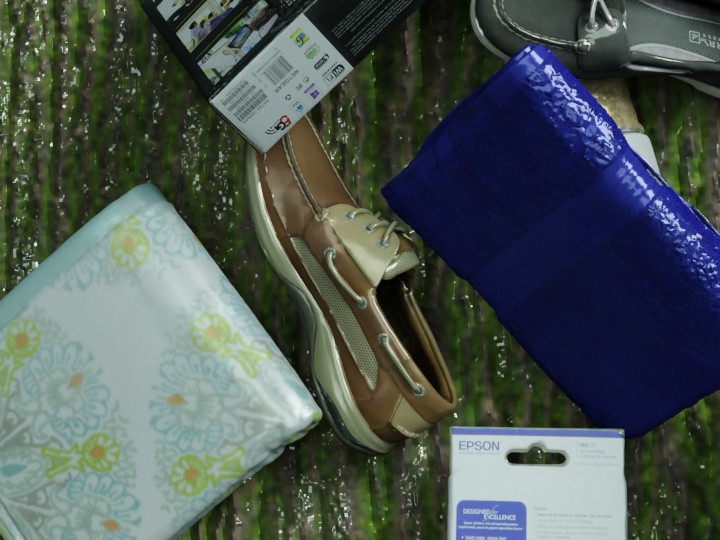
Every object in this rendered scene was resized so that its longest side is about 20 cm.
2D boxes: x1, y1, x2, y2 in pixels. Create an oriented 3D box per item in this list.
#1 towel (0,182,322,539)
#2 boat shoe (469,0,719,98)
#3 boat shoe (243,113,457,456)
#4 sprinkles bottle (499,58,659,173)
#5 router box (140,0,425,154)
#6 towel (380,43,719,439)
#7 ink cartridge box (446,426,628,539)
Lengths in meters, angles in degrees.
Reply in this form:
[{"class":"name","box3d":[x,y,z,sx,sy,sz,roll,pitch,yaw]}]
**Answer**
[{"class":"towel","box3d":[-0.143,0.076,0.871,0.200,0.048,0.171,-40,79,12]},{"class":"boat shoe","box3d":[0.157,-0.134,0.817,0.200,0.057,0.067,7,70,-24]},{"class":"boat shoe","box3d":[0.000,0.000,0.854,0.074,0.076,0.200,-22,87,26]},{"class":"sprinkles bottle","box3d":[0.108,-0.132,0.866,0.068,0.068,0.200,-17,79,6]},{"class":"router box","box3d":[-0.020,-0.177,0.855,0.200,0.051,0.149,-43,38,5]},{"class":"towel","box3d":[0.118,-0.013,0.807,0.200,0.148,0.050,48,50,0]},{"class":"ink cartridge box","box3d":[0.096,0.185,0.834,0.099,0.039,0.200,1,83,9]}]
